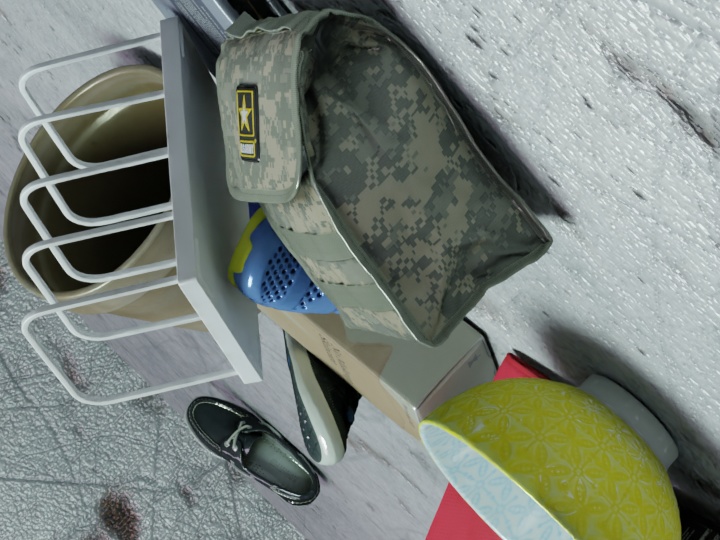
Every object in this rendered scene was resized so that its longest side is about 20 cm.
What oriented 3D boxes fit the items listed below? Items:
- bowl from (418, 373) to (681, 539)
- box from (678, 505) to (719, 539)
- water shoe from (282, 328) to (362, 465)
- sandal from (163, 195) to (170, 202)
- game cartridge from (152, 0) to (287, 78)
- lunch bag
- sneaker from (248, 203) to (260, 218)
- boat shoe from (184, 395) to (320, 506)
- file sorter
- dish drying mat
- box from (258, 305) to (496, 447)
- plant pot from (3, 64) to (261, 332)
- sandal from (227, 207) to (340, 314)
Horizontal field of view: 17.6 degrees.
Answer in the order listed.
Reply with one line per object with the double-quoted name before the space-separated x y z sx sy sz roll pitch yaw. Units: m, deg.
"bowl" 0.145 0.133 1.536 0.200 0.108 0.200 43 169 10
"box" 0.179 0.260 1.619 0.086 0.200 0.164 44 169 -29
"water shoe" -0.017 0.078 1.849 0.200 0.079 0.072 -105 5 -58
"sandal" -0.155 -0.071 1.947 0.201 0.080 0.057 50 156 -22
"game cartridge" -0.081 -0.155 1.492 0.200 0.042 0.133 51 171 -30
"lunch bag" -0.006 -0.063 1.362 0.200 0.117 0.164 53 167 -14
"sneaker" -0.044 -0.012 1.664 0.199 0.115 0.081 40 169 19
"boat shoe" -0.132 0.219 2.896 0.200 0.076 0.060 32 168 4
"file sorter" -0.147 -0.034 1.513 0.139 0.124 0.201 63 -162 -57
"dish drying mat" 0.091 0.164 1.660 0.018 0.201 0.077 10 -164 -44
"box" 0.005 0.039 1.762 0.200 0.078 0.095 39 166 28
"plant pot" -0.151 -0.036 1.838 0.173 0.200 0.200 32 179 -42
"sandal" 0.000 0.000 1.501 0.199 0.080 0.087 2 -151 -47
